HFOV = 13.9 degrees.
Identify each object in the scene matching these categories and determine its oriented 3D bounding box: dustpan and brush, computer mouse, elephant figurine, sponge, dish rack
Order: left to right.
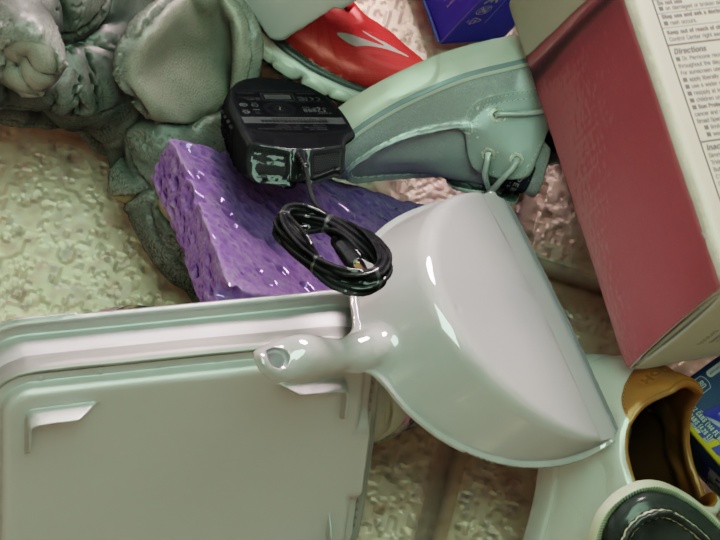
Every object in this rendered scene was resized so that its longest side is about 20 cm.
[{"bbox_3d":[-0.107,-0.085,1.466,0.200,0.155,0.142,25,25,-17],"label":"elephant figurine"},{"bbox_3d":[-0.085,0.089,1.358,0.200,0.172,0.044,-6,43,-14],"label":"dish rack"},{"bbox_3d":[-0.025,-0.034,1.352,0.059,0.034,0.200,1,28,-15],"label":"computer mouse"},{"bbox_3d":[0.000,0.000,1.419,0.200,0.030,0.112,13,34,-33],"label":"sponge"},{"bbox_3d":[0.025,0.030,1.321,0.057,0.200,0.140,-33,72,25],"label":"dustpan and brush"}]

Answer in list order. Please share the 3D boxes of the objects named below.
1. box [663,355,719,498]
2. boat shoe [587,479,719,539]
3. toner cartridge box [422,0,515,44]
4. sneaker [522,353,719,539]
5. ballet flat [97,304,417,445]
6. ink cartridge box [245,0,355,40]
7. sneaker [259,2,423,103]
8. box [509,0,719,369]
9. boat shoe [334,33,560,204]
[{"bbox_3d":[0.232,0.121,1.406,0.070,0.064,0.200,-36,59,-7],"label":"box"},{"bbox_3d":[0.167,0.185,1.363,0.074,0.066,0.199,-27,117,-9],"label":"boat shoe"},{"bbox_3d":[0.087,-0.204,1.495,0.043,0.200,0.095,-6,68,-31],"label":"toner cartridge box"},{"bbox_3d":[0.122,0.140,1.395,0.073,0.085,0.200,6,87,-44],"label":"sneaker"},{"bbox_3d":[-0.041,0.057,1.429,0.200,0.069,0.071,6,26,-9],"label":"ballet flat"},{"bbox_3d":[0.007,-0.207,1.417,0.116,0.200,0.068,53,37,-12],"label":"ink cartridge box"},{"bbox_3d":[-0.037,-0.159,1.499,0.200,0.077,0.085,40,110,-3],"label":"sneaker"},{"bbox_3d":[0.170,-0.069,1.394,0.128,0.109,0.200,-8,70,-25],"label":"box"},{"bbox_3d":[0.074,-0.071,1.457,0.201,0.070,0.072,-17,70,-18],"label":"boat shoe"}]
